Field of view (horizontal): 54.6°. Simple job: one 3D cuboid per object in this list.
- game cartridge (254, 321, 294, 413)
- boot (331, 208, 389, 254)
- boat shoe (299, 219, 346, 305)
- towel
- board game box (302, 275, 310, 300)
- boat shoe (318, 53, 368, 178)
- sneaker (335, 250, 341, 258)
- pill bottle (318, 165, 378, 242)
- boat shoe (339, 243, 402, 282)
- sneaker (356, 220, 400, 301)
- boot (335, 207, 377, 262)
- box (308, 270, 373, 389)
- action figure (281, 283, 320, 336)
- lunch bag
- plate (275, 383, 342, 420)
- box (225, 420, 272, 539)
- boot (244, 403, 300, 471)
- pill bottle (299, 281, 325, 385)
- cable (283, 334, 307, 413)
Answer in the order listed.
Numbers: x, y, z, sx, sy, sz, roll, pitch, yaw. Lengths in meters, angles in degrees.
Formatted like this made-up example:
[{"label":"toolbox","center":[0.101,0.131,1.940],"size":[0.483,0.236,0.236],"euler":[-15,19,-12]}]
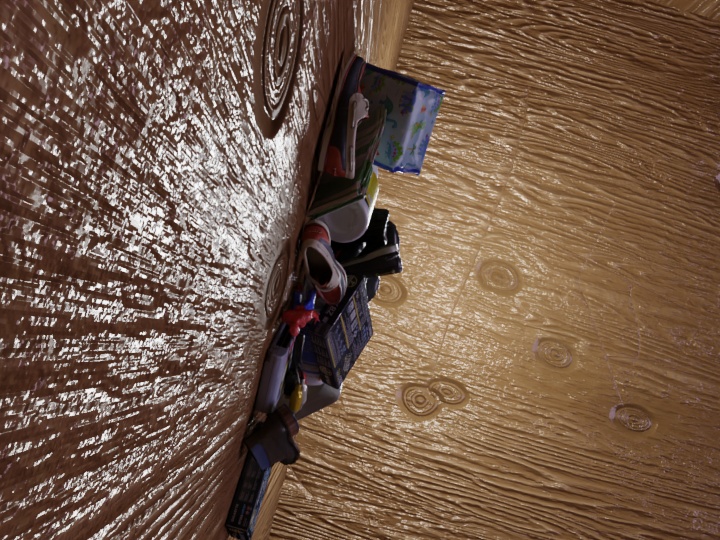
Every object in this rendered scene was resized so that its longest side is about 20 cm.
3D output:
[{"label":"game cartridge","center":[-0.152,0.174,1.308],"size":[0.201,0.040,0.136],"euler":[-73,-178,-70]},{"label":"boot","center":[-0.022,-0.066,1.463],"size":[0.080,0.153,0.215],"euler":[100,5,-50]},{"label":"boat shoe","center":[-0.070,0.000,1.295],"size":[0.203,0.069,0.064],"euler":[77,12,-45]},{"label":"towel","center":[-0.024,-0.192,1.248],"size":[0.151,0.023,0.204],"euler":[-19,-133,45]},{"label":"board game box","center":[-0.112,0.044,1.616],"size":[0.127,0.034,0.205],"euler":[-69,174,-73]},{"label":"boat shoe","center":[-0.018,-0.255,1.159],"size":[0.071,0.061,0.206],"euler":[77,27,-85]},{"label":"sneaker","center":[-0.051,-0.119,1.642],"size":[0.112,0.069,0.207],"euler":[-140,-123,-87]},{"label":"pill bottle","center":[-0.022,-0.155,1.410],"size":[0.202,0.111,0.117],"euler":[-73,179,-55]},{"label":"boat shoe","center":[0.000,0.000,1.492],"size":[0.071,0.197,0.062],"euler":[-28,98,-56]},{"label":"sneaker","center":[0.023,-0.019,1.572],"size":[0.090,0.075,0.204],"euler":[8,107,-57]},{"label":"boot","center":[-0.029,-0.048,1.598],"size":[0.202,0.065,0.166],"euler":[-54,160,-14]},{"label":"box","center":[-0.036,0.127,1.451],"size":[0.163,0.048,0.202],"euler":[-58,155,-31]},{"label":"action figure","center":[-0.110,0.076,1.314],"size":[0.200,0.063,0.053],"euler":[-75,164,-74]},{"label":"lunch bag","center":[0.044,-0.296,1.343],"size":[0.126,0.197,0.174],"euler":[-3,115,-53]},{"label":"plate","center":[-0.125,0.273,1.602],"size":[0.196,0.033,0.200],"euler":[-28,-163,17]},{"label":"box","center":[-0.210,0.421,1.386],"size":[0.160,0.045,0.205],"euler":[103,2,-63]},{"label":"boot","center":[-0.166,0.323,1.281],"size":[0.096,0.075,0.203],"euler":[-30,150,-25]},{"label":"pill bottle","center":[-0.099,0.133,1.514],"size":[0.112,0.109,0.205],"euler":[-71,177,-76]},{"label":"cable","center":[-0.111,0.184,1.324],"size":[0.098,0.049,0.203],"euler":[-75,-179,-50]}]
